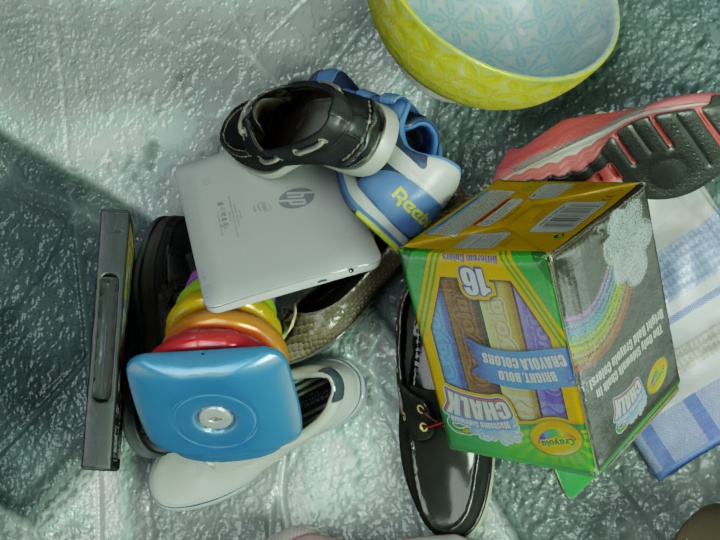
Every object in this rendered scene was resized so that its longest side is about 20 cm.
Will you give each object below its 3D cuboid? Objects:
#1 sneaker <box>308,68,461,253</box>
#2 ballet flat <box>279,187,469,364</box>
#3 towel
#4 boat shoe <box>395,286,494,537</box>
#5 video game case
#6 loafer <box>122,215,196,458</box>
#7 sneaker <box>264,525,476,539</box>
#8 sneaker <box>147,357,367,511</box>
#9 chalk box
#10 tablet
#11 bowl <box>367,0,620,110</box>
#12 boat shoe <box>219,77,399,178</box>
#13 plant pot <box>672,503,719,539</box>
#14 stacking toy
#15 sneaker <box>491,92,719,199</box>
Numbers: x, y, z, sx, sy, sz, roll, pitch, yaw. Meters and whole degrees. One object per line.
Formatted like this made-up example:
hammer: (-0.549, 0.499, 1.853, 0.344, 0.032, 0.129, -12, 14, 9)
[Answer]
sneaker: (0.018, -0.098, 0.939, 0.082, 0.074, 0.200, -41, 44, 15)
ballet flat: (0.000, 0.000, 0.955, 0.200, 0.046, 0.067, -37, 28, 7)
towel: (0.222, 0.030, 0.895, 0.146, 0.024, 0.201, -33, 71, 12)
boat shoe: (0.059, 0.098, 0.922, 0.073, 0.063, 0.203, -3, 80, 16)
video game case: (-0.193, 0.062, 0.952, 0.025, 0.200, 0.182, 4, 80, -9)
loafer: (-0.140, 0.048, 0.983, 0.063, 0.072, 0.201, -12, 64, 33)
sneaker: (0.001, 0.221, 0.913, 0.199, 0.105, 0.076, -10, 107, -11)
sneaker: (-0.091, 0.123, 0.964, 0.199, 0.071, 0.073, -33, 71, 11)
chalk box: (0.128, 0.053, 0.837, 0.123, 0.124, 0.201, 5, 118, 42)
tablet: (-0.068, -0.044, 0.939, 0.129, 0.014, 0.200, -15, 37, -5)
bowl: (0.081, -0.189, 0.928, 0.201, 0.199, 0.108, 62, 145, 18)
boat shoe: (-0.054, -0.106, 0.912, 0.200, 0.060, 0.074, 17, 85, 53)
plant pot: (0.279, 0.229, 0.767, 0.174, 0.200, 0.201, 17, 86, 40)
stacking toy: (-0.101, 0.033, 0.928, 0.115, 0.110, 0.201, -4, 46, 4)
sneaker: (0.178, -0.092, 0.895, 0.199, 0.074, 0.087, -20, 37, 25)
